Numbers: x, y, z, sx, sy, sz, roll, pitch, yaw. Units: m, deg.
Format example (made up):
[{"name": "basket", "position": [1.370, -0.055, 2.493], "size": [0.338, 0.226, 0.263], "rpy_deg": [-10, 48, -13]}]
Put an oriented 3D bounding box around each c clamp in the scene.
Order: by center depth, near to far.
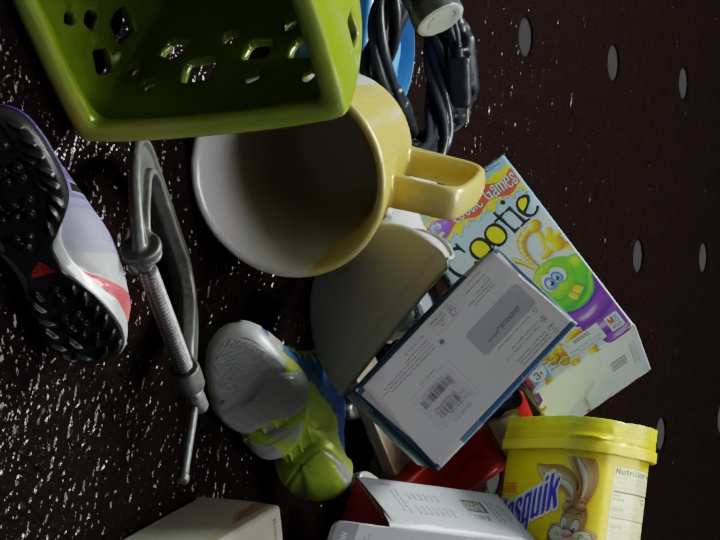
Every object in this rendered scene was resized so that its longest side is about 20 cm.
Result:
[{"name": "c clamp", "position": [-0.129, 0.015, 1.337], "size": [0.171, 0.027, 0.200], "rpy_deg": [-89, 169, -50]}]

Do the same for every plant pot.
[{"name": "plant pot", "position": [-0.102, -0.218, 1.261], "size": [0.182, 0.200, 0.199], "rpy_deg": [-71, 149, -46]}]

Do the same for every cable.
[{"name": "cable", "position": [0.042, -0.183, 1.614], "size": [0.163, 0.051, 0.200], "rpy_deg": [-36, 126, -53]}]

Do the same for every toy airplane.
[{"name": "toy airplane", "position": [0.048, 0.178, 1.670], "size": [0.199, 0.141, 0.200], "rpy_deg": [19, 77, -30]}]

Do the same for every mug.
[{"name": "mug", "position": [-0.018, -0.073, 1.478], "size": [0.187, 0.149, 0.153], "rpy_deg": [43, 22, 3]}]

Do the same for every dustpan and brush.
[{"name": "dustpan and brush", "position": [0.000, 0.000, 1.540], "size": [0.057, 0.200, 0.140], "rpy_deg": [28, 106, -42]}]

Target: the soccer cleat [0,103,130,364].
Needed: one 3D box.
[{"name": "soccer cleat", "position": [-0.197, -0.032, 1.232], "size": [0.073, 0.068, 0.200], "rpy_deg": [-87, 161, -50]}]

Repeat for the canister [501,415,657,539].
[{"name": "canister", "position": [0.163, 0.221, 1.566], "size": [0.086, 0.148, 0.200], "rpy_deg": [12, 80, -23]}]

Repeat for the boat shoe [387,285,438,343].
[{"name": "boat shoe", "position": [0.028, 0.021, 1.679], "size": [0.200, 0.065, 0.074], "rpy_deg": [-27, 98, -83]}]

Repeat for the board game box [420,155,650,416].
[{"name": "board game box", "position": [0.143, 0.021, 1.676], "size": [0.200, 0.103, 0.105], "rpy_deg": [55, -1, 29]}]

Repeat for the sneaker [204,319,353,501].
[{"name": "sneaker", "position": [-0.063, 0.086, 1.513], "size": [0.105, 0.076, 0.200], "rpy_deg": [-89, 161, -45]}]

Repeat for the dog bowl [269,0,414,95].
[{"name": "dog bowl", "position": [-0.018, -0.197, 1.590], "size": [0.200, 0.049, 0.112], "rpy_deg": [26, 68, -61]}]

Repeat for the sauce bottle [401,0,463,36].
[{"name": "sauce bottle", "position": [0.017, -0.273, 1.533], "size": [0.065, 0.065, 0.200], "rpy_deg": [22, 37, -62]}]

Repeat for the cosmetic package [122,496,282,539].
[{"name": "cosmetic package", "position": [-0.129, 0.235, 1.363], "size": [0.200, 0.071, 0.105], "rpy_deg": [-25, 115, -61]}]

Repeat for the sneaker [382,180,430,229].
[{"name": "sneaker", "position": [0.014, -0.064, 1.642], "size": [0.089, 0.075, 0.200], "rpy_deg": [60, 23, -30]}]

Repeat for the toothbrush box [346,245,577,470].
[{"name": "toothbrush box", "position": [0.070, 0.068, 1.466], "size": [0.146, 0.085, 0.200], "rpy_deg": [-46, 179, -6]}]

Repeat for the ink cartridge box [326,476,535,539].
[{"name": "ink cartridge box", "position": [0.018, 0.271, 1.548], "size": [0.175, 0.084, 0.200], "rpy_deg": [11, 107, -25]}]
